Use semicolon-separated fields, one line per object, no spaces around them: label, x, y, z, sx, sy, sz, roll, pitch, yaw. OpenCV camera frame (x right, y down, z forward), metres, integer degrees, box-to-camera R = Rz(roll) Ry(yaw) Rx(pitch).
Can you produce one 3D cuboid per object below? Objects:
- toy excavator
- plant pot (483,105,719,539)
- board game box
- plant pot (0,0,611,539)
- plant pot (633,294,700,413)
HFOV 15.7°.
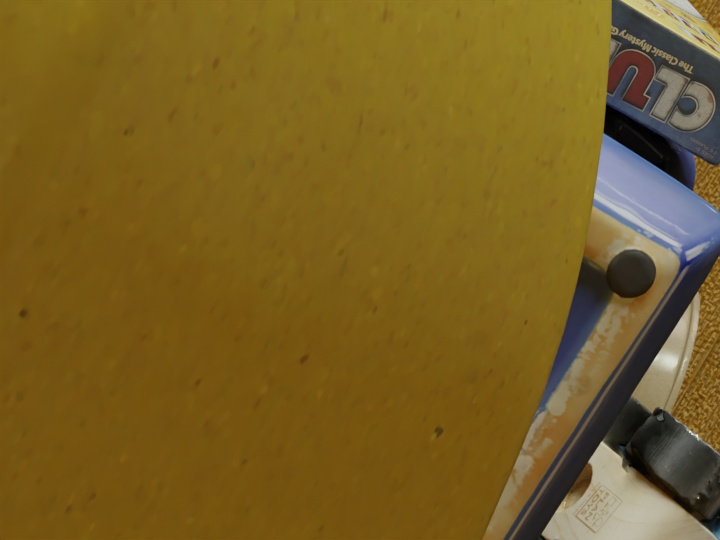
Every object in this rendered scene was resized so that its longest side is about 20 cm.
toy excavator;0.160;0.152;1.102;0.200;0.100;0.194;40;-1;-28
plant pot;0.000;0.000;0.909;0.200;0.200;0.180;31;9;-12
board game box;0.039;-0.117;0.925;0.199;0.035;0.136;28;15;-18
plant pot;-0.070;-0.034;0.434;0.195;0.201;0.194;31;2;31
plant pot;0.216;0.080;2.610;0.183;0.201;0.200;20;3;-5
